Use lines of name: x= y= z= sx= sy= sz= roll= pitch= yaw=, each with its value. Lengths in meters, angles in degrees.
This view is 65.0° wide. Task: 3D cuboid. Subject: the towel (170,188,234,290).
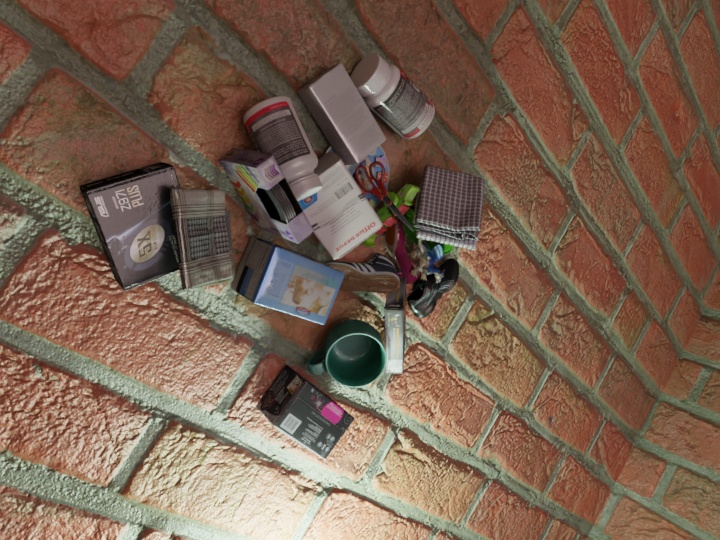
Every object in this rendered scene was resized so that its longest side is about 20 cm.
towel: x=-0.304 y=-0.065 z=1.126 sx=0.200 sy=0.034 sz=0.194 roll=-21 pitch=105 yaw=-76

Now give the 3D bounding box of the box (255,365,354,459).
box: x=-0.138 y=0.353 z=1.407 sx=0.132 sy=0.115 sz=0.200 roll=-52 pitch=125 yaw=-11

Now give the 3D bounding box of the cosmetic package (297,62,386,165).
cosmetic package: x=-0.041 y=-0.351 z=1.285 sx=0.101 sy=0.071 sz=0.200 roll=-42 pitch=115 yaw=-19

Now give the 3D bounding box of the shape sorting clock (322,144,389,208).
shape sorting clock: x=-0.012 y=-0.231 z=1.379 sx=0.199 sy=0.039 sz=0.201 roll=-11 pitch=109 yaw=-34

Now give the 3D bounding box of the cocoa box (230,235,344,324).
cocoa box: x=-0.163 y=0.023 z=1.282 sx=0.199 sy=0.131 sz=0.134 roll=22 pitch=90 yaw=-38

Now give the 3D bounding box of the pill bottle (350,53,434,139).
pill bottle: x=0.075 y=-0.412 z=1.343 sx=0.200 sy=0.114 sz=0.114 roll=32 pitch=84 yaw=-38

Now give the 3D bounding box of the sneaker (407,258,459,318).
sneaker: x=0.206 y=0.040 z=1.591 sx=0.079 sy=0.075 sz=0.200 roll=45 pitch=76 yaw=-33

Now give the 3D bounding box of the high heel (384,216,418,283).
high heel: x=0.118 y=-0.053 z=1.499 sx=0.095 sy=0.067 sz=0.201 roll=-10 pitch=114 yaw=-23

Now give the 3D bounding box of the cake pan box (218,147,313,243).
cake pan box: x=-0.194 y=-0.156 z=1.167 sx=0.052 sy=0.200 sz=0.185 roll=-41 pitch=125 yaw=-20

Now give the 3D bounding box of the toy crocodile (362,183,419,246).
toy crocodile: x=0.071 y=-0.139 z=1.411 sx=0.200 sy=0.062 sz=0.067 roll=-42 pitch=151 yaw=22

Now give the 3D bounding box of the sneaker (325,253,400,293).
sneaker: x=0.000 y=0.000 z=1.439 sx=0.199 sy=0.109 sz=0.070 roll=10 pitch=120 yaw=-5

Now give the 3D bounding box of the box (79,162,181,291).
box: x=-0.420 y=-0.089 z=1.094 sx=0.163 sy=0.086 sz=0.201 roll=-24 pitch=116 yaw=-28

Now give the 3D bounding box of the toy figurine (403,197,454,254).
toy figurine: x=0.200 y=-0.175 z=1.518 sx=0.200 sy=0.150 sz=0.185 roll=37 pitch=65 yaw=-12

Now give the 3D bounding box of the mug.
mug: x=-0.032 y=0.198 z=1.431 sx=0.184 sy=0.114 sz=0.153 roll=16 pitch=107 yaw=-12

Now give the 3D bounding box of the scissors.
scissors: x=0.056 y=-0.169 z=1.362 sx=0.073 sy=0.014 sz=0.201 roll=-27 pitch=99 yaw=1

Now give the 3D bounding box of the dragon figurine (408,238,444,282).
dragon figurine: x=0.179 y=-0.042 z=1.495 sx=0.099 sy=0.059 sz=0.201 roll=-42 pitch=137 yaw=-38

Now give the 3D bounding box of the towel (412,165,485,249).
towel: x=0.221 y=-0.162 z=1.399 sx=0.164 sy=0.086 sz=0.201 roll=13 pitch=56 yaw=-2

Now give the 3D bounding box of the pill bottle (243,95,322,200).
pill bottle: x=-0.156 y=-0.249 z=1.180 sx=0.110 sy=0.111 sz=0.201 roll=-25 pitch=90 yaw=-28

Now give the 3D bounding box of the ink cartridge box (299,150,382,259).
ink cartridge box: x=-0.063 y=-0.149 z=1.312 sx=0.146 sy=0.086 sz=0.200 roll=-36 pitch=124 yaw=1

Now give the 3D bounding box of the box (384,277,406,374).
box: x=0.093 y=0.142 z=1.474 sx=0.048 sy=0.159 sz=0.201 roll=2 pitch=119 yaw=7
